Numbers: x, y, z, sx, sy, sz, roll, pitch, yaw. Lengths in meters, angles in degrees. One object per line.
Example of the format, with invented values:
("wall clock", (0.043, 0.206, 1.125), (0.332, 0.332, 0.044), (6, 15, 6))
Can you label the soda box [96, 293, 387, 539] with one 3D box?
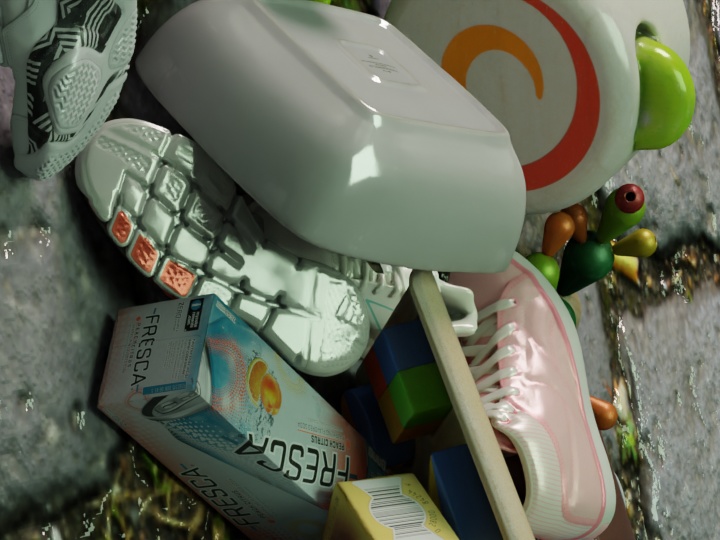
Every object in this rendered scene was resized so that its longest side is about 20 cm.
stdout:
("soda box", (-0.062, 0.092, 1.610), (0.200, 0.068, 0.064), (45, 44, -46))

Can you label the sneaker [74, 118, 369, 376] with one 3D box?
("sneaker", (-0.088, -0.006, 1.611), (0.200, 0.082, 0.077), (42, 71, -20))

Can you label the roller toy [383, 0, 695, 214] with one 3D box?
("roller toy", (0.114, -0.143, 1.872), (0.200, 0.182, 0.140), (51, 35, -1))

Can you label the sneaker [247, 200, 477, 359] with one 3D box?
("sneaker", (0.000, 0.000, 1.738), (0.200, 0.080, 0.071), (27, 60, -52))

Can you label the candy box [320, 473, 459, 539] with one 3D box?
("candy box", (0.037, 0.218, 1.568), (0.056, 0.200, 0.117), (-6, 128, -29))

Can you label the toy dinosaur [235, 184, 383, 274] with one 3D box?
("toy dinosaur", (-0.027, -0.056, 1.690), (0.088, 0.048, 0.200), (24, 16, -10))

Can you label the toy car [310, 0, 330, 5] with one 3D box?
("toy car", (-0.081, -0.266, 1.668), (0.199, 0.158, 0.165), (19, 56, -25))

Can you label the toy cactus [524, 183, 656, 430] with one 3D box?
("toy cactus", (0.135, 0.031, 1.916), (0.165, 0.102, 0.201), (-76, -173, -85))

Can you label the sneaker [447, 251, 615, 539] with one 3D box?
("sneaker", (0.087, 0.073, 1.791), (0.104, 0.075, 0.201), (3, 62, -51))

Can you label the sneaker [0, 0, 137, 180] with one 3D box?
("sneaker", (-0.175, -0.152, 1.494), (0.075, 0.115, 0.201), (-37, 147, -56))

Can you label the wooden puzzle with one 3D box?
("wooden puzzle", (0.038, 0.116, 1.681), (0.200, 0.046, 0.186), (112, -40, -67))

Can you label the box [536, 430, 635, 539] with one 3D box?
("box", (0.104, 0.187, 1.866), (0.200, 0.075, 0.101), (-39, 114, -55))

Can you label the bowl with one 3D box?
("bowl", (-0.007, -0.087, 1.630), (0.200, 0.075, 0.200), (6, 31, -48))
